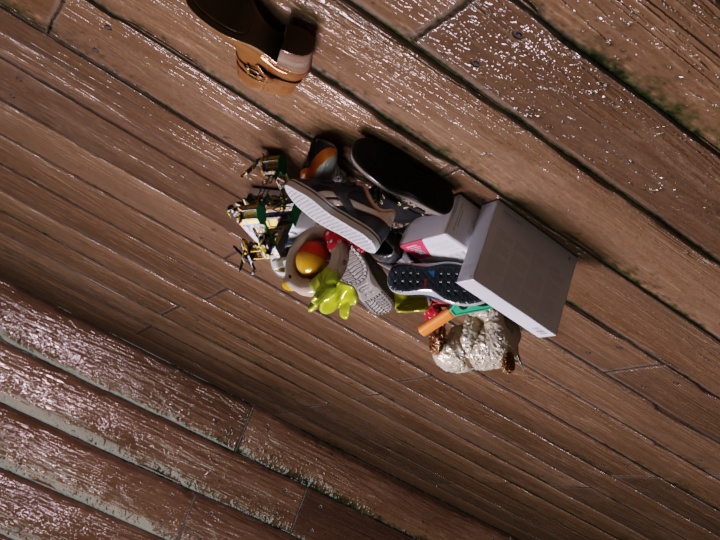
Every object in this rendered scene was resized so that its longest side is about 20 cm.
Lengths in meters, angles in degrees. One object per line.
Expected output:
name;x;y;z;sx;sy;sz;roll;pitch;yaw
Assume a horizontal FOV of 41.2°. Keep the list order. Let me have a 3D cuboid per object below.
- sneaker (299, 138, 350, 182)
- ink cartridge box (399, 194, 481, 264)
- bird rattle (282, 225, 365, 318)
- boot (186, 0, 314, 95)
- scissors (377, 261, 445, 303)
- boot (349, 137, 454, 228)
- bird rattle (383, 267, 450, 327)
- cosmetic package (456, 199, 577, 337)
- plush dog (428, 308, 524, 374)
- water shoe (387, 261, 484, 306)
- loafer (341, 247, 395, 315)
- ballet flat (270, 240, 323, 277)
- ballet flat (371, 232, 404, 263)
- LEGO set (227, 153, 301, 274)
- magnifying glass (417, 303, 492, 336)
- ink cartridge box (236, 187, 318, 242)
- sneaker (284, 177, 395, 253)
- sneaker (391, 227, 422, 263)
sneaker;-0.052;-0.166;1.664;0.090;0.077;0.200;8;162;-11
ink cartridge box;0.190;-0.037;1.692;0.199;0.087;0.147;32;157;-25
bird rattle;-0.065;-0.024;1.670;0.161;0.204;0.112;5;170;35
boot;-0.164;-0.328;1.385;0.197;0.078;0.155;18;164;-11
scissors;0.113;0.024;1.856;0.197;0.074;0.014;5;-164;-29
boot;0.044;-0.140;1.617;0.198;0.074;0.150;26;160;-20
bird rattle;0.112;0.036;1.973;0.162;0.114;0.199;29;-178;27
cosmetic package;0.267;-0.001;1.614;0.199;0.153;0.051;32;158;-25
plush dog;0.230;0.160;1.964;0.169;0.163;0.200;-19;143;23
water shoe;0.146;0.018;1.686;0.197;0.073;0.079;10;-177;28
loafer;0.000;0.000;1.839;0.075;0.068;0.201;-22;122;19
ballet flat;-0.131;-0.023;1.819;0.074;0.075;0.199;33;151;-27
ballet flat;-0.004;-0.081;1.737;0.198;0.067;0.057;31;177;16
LEGO set;-0.192;-0.107;1.720;0.114;0.202;0.155;-4;141;22
magnifying glass;0.196;0.069;1.879;0.199;0.023;0.080;-36;115;22
ink cartridge box;-0.122;-0.085;1.884;0.197;0.086;0.146;10;156;32
sneaker;-0.031;-0.108;1.586;0.198;0.080;0.079;33;161;20
sneaker;0.077;-0.049;1.807;0.198;0.074;0.082;32;163;4
